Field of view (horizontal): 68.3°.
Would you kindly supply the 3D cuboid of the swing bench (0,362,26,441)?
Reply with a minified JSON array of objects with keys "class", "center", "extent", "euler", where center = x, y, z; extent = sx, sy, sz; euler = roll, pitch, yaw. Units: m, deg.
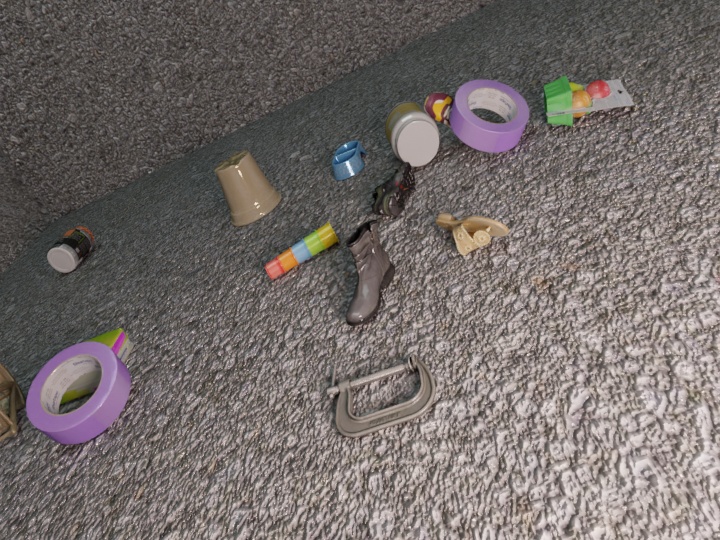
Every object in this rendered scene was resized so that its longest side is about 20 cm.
[{"class":"swing bench","center":[-0.941,0.362,1.282],"extent":[0.196,0.133,0.199],"euler":[-35,24,-13]}]

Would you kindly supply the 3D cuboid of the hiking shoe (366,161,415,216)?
[{"class":"hiking shoe","center":[0.078,-0.217,1.387],"extent":[0.097,0.077,0.202],"euler":[-3,38,30]}]

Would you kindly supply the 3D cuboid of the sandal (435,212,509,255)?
[{"class":"sandal","center":[0.213,-0.065,1.068],"extent":[0.072,0.076,0.210],"euler":[-63,28,-2]}]

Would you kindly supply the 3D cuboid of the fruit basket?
[{"class":"fruit basket","center":[0.559,-0.424,1.326],"extent":[0.192,0.097,0.188],"euler":[0,36,13]}]

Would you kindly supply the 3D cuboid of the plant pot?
[{"class":"plant pot","center":[-0.389,-0.285,1.777],"extent":[0.194,0.188,0.203],"euler":[-20,29,11]}]

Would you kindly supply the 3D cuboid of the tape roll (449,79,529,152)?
[{"class":"tape roll","center":[0.331,-0.401,1.369],"extent":[0.191,0.067,0.206],"euler":[3,56,-5]}]

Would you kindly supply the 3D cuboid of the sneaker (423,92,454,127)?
[{"class":"sneaker","center":[0.263,-0.422,1.454],"extent":[0.077,0.194,0.091],"euler":[-62,33,18]}]

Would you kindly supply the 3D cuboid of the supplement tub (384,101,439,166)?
[{"class":"supplement tub","center":[0.149,-0.396,1.540],"extent":[0.141,0.149,0.202],"euler":[-22,29,7]}]

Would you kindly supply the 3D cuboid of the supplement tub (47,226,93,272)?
[{"class":"supplement tub","center":[-1.210,-0.094,2.230],"extent":[0.118,0.125,0.203],"euler":[-19,30,13]}]

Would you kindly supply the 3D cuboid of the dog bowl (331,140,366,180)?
[{"class":"dog bowl","center":[-0.040,-0.369,1.756],"extent":[0.108,0.051,0.203],"euler":[-17,31,18]}]

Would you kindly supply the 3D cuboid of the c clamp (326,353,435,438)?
[{"class":"c clamp","center":[0.027,0.184,0.846],"extent":[0.193,0.028,0.173],"euler":[-18,30,18]}]

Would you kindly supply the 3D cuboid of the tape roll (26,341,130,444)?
[{"class":"tape roll","center":[-0.600,0.259,1.136],"extent":[0.191,0.067,0.206],"euler":[-6,50,6]}]

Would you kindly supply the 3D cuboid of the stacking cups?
[{"class":"stacking cups","center":[-0.148,-0.044,1.337],"extent":[0.196,0.061,0.061],"euler":[-33,29,0]}]

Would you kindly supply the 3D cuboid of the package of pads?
[{"class":"package of pads","center":[-0.675,0.236,1.313],"extent":[0.193,0.070,0.157],"euler":[-20,31,12]}]

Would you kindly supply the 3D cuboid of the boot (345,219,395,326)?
[{"class":"boot","center":[0.000,0.000,1.051],"extent":[0.067,0.135,0.202],"euler":[-8,34,27]}]
